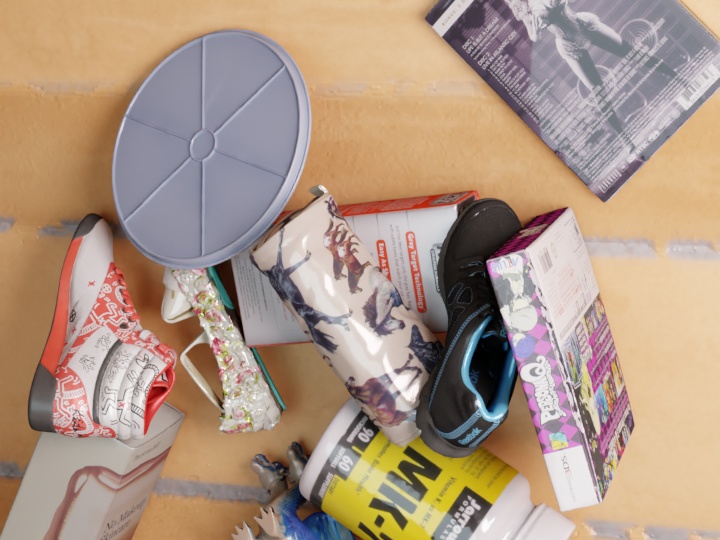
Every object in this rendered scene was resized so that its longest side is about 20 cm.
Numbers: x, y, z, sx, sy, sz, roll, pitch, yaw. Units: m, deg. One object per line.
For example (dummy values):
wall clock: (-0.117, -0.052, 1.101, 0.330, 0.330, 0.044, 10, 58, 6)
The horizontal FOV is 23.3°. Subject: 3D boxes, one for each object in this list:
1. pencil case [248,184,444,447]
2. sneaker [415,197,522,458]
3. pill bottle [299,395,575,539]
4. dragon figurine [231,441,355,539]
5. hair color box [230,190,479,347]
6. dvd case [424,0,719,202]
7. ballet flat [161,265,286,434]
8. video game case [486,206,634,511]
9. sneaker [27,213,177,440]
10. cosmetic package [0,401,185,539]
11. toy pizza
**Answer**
pencil case: (0.001, 0.032, 1.319, 0.200, 0.089, 0.078, 52, 145, 2)
sneaker: (0.096, 0.035, 1.267, 0.073, 0.201, 0.082, 16, 156, -17)
pill bottle: (0.062, 0.183, 1.375, 0.199, 0.114, 0.115, 33, 112, 12)
dragon figurine: (-0.040, 0.232, 1.426, 0.059, 0.099, 0.201, -41, 73, 33)
hair color box: (0.000, 0.000, 1.387, 0.199, 0.061, 0.102, -4, 101, 24)
dvd case: (0.163, -0.172, 1.305, 0.200, 0.016, 0.149, 46, 115, 6)
ballet flat: (-0.126, 0.046, 1.439, 0.064, 0.076, 0.201, -25, 91, -3)
video game case: (0.149, 0.057, 1.261, 0.036, 0.200, 0.182, -16, 96, 18)
sneaker: (-0.200, 0.049, 1.446, 0.107, 0.202, 0.067, 8, 147, 2)
cosmetic package: (-0.239, 0.199, 1.509, 0.087, 0.103, 0.201, 29, 113, 13)
toy pizza: (-0.117, -0.096, 1.400, 0.199, 0.032, 0.201, -11, 69, 31)
